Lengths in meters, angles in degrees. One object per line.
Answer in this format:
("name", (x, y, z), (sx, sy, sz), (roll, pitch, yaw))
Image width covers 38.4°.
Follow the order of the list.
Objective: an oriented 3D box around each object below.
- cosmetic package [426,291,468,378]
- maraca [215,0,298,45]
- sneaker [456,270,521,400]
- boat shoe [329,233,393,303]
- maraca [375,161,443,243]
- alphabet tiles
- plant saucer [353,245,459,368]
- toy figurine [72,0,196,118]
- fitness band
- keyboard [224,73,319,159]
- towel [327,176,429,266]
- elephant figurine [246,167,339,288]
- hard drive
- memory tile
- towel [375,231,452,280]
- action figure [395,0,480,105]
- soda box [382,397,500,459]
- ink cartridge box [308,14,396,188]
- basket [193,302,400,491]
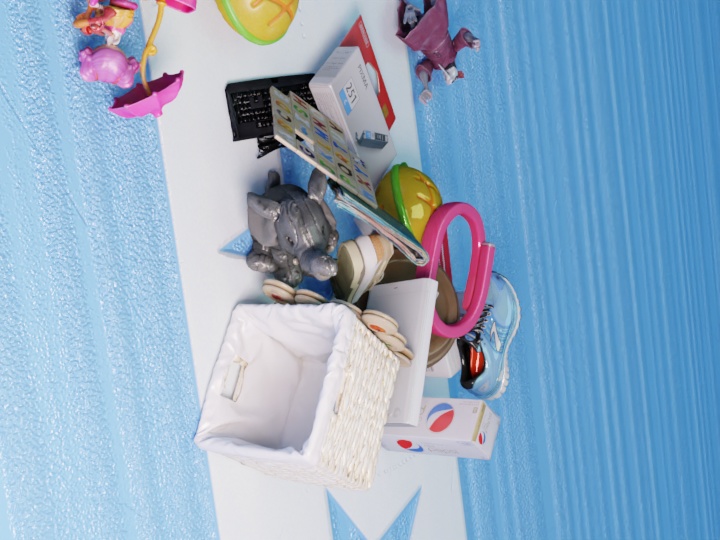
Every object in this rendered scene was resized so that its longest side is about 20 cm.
("cosmetic package", (0.151, 0.102, 1.701), (0.199, 0.100, 0.075), (-36, 116, -48))
("maraca", (-0.141, -0.395, 1.336), (0.137, 0.105, 0.204), (-30, 111, -52))
("sneaker", (0.195, 0.099, 1.621), (0.089, 0.077, 0.204), (15, 77, -47))
("boat shoe", (0.000, 0.000, 1.445), (0.067, 0.200, 0.076), (-20, 82, -15))
("maraca", (0.076, -0.100, 1.593), (0.200, 0.105, 0.140), (-62, 138, -72))
("alphabet tiles", (-0.052, -0.174, 1.381), (0.166, 0.008, 0.201), (33, 22, -24))
("plant saucer", (0.067, 0.052, 1.572), (0.196, 0.029, 0.204), (8, 68, -20))
("toy figurine", (-0.265, -0.272, 1.185), (0.197, 0.149, 0.188), (9, 90, -29))
("fitness band", (0.141, -0.001, 1.544), (0.142, 0.037, 0.204), (15, 83, -46))
("keyboard", (-0.103, -0.219, 1.442), (0.199, 0.039, 0.106), (-21, 104, -50))
("towel", (0.019, -0.070, 1.363), (0.146, 0.200, 0.022), (36, 97, -12))
("elephant figurine", (-0.079, -0.063, 1.328), (0.154, 0.200, 0.143), (30, 74, 0))
("hard drive", (0.045, 0.117, 1.456), (0.026, 0.131, 0.204), (21, 71, -35))
("memory tile", (-0.029, 0.072, 1.374), (0.017, 0.197, 0.154), (-66, 157, -20))
("towel", (0.087, -0.009, 1.690), (0.199, 0.022, 0.148), (-19, 105, -49))
("action figure", (0.115, -0.379, 1.713), (0.150, 0.133, 0.200), (60, 5, 37))
("soda box", (0.108, 0.234, 1.558), (0.064, 0.197, 0.069), (45, 55, -40))
("ink cartridge box", (0.008, -0.251, 1.556), (0.177, 0.044, 0.202), (-59, 142, -34))
("basket", (-0.074, 0.163, 1.332), (0.160, 0.197, 0.202), (38, 60, -46))
